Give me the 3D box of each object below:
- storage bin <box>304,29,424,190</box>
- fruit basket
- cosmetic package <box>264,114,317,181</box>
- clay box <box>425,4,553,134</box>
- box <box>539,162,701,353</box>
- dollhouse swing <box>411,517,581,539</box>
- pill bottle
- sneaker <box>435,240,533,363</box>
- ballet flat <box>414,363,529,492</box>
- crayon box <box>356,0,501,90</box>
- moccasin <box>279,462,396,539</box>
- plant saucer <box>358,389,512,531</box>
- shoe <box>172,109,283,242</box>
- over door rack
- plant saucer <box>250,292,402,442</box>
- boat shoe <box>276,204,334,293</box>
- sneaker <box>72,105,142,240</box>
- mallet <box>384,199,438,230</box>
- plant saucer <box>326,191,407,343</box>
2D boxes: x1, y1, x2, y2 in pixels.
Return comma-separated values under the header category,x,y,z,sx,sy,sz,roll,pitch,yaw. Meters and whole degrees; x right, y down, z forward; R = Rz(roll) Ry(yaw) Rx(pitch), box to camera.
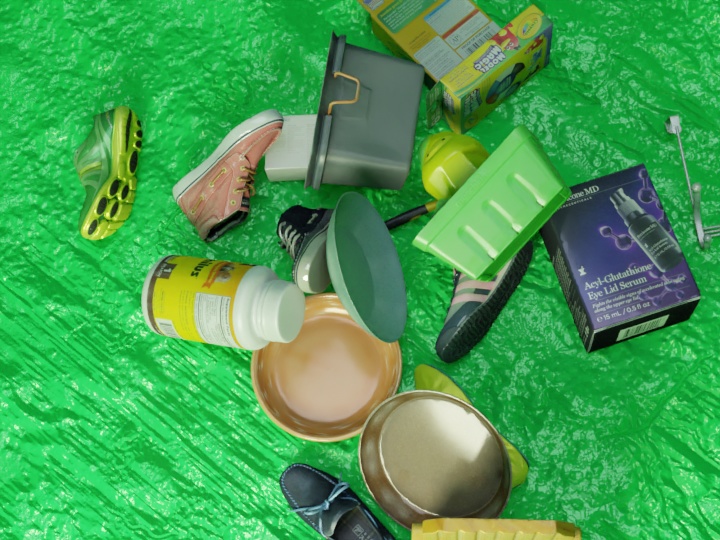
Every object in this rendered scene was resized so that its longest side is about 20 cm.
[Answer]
category,x,y,z,sx,sy,sz,roll,pitch,yaw
storage bin,0.009,-0.205,1.597,0.134,0.146,0.201,9,72,-3
fruit basket,0.141,-0.110,1.532,0.215,0.155,0.217,-1,87,17
cosmetic package,-0.032,-0.174,1.681,0.199,0.051,0.083,-2,73,4
clay box,0.177,-0.266,1.662,0.200,0.115,0.048,-41,72,-9
box,0.331,-0.016,1.566,0.147,0.104,0.201,-19,70,-1
dollhouse swing,0.157,0.367,1.386,0.199,0.176,0.183,1,86,4
pill bottle,-0.176,0.042,1.562,0.199,0.109,0.110,7,70,25
sneaker,0.146,0.030,1.594,0.082,0.070,0.200,28,72,31
ballet flat,0.128,0.202,1.521,0.200,0.067,0.067,45,53,14
crayon box,0.106,-0.348,1.731,0.126,0.052,0.200,-39,73,-9
moccasin,-0.018,0.305,1.501,0.200,0.068,0.081,34,77,15
plant saucer,0.095,0.235,1.485,0.199,0.034,0.201,7,109,22
shoe,-0.164,-0.126,1.641,0.200,0.071,0.091,-38,73,21
over door rack,0.505,-0.138,1.614,0.147,0.067,0.201,-10,70,1
plant saucer,-0.043,0.129,1.583,0.199,0.037,0.201,-2,71,5
boat shoe,-0.076,-0.030,1.581,0.092,0.200,0.075,8,112,14
sneaker,-0.363,-0.134,1.694,0.083,0.074,0.201,0,68,26
mallet,0.100,-0.085,1.651,0.199,0.066,0.041,-26,66,11
plant saucer,0.000,0.000,1.541,0.039,0.201,0.202,-17,68,24
